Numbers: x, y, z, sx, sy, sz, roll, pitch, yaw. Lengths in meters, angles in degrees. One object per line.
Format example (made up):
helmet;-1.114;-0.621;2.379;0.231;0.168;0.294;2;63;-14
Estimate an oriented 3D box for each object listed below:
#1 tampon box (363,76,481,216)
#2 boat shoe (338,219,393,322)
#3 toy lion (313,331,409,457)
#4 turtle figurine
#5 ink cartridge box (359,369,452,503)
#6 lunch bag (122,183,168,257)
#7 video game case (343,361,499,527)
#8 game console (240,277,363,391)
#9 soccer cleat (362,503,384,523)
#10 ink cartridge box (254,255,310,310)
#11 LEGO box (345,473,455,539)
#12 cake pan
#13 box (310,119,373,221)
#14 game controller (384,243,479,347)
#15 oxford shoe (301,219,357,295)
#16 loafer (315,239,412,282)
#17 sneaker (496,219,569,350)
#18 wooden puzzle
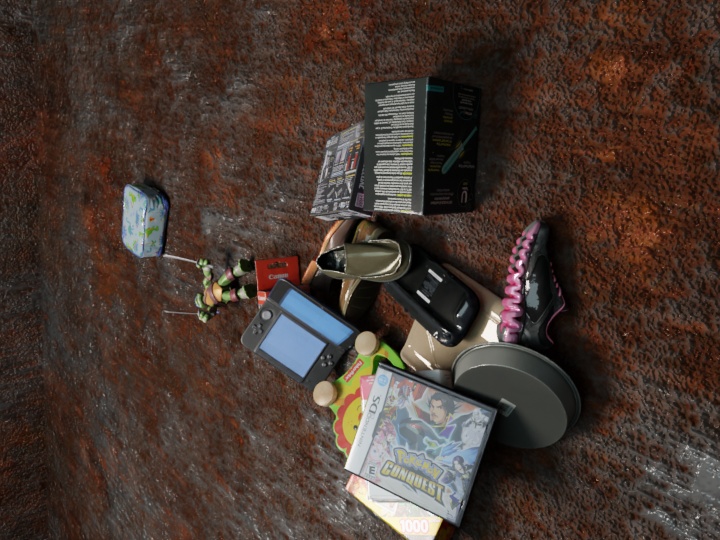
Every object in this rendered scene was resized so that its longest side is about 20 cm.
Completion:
tampon box;0.097;-0.194;0.901;0.126;0.149;0.202;10;103;41
boat shoe;0.000;0.000;1.085;0.068;0.072;0.201;34;108;37
toy lion;0.020;0.244;1.035;0.200;0.069;0.192;-50;55;2
turtle figurine;-0.365;0.043;1.364;0.193;0.200;0.145;-20;42;23
ink cartridge box;0.084;0.271;0.923;0.144;0.085;0.202;-8;76;21
lunch bag;-0.648;-0.152;1.666;0.160;0.082;0.202;27;114;37
video game case;0.090;0.261;0.863;0.199;0.025;0.182;18;88;23
game console;-0.122;0.133;1.116;0.199;0.118;0.171;35;89;-4
soccer cleat;0.085;0.461;1.079;0.199;0.068;0.074;13;86;43
ink cartridge box;-0.163;0.073;1.213;0.050;0.108;0.202;0;96;59
LEGO box;0.090;0.382;1.011;0.199;0.077;0.150;23;88;39
cake pan;0.228;0.197;0.849;0.199;0.037;0.201;18;132;21
box;-0.024;-0.174;1.014;0.200;0.049;0.159;4;81;66
game controller;0.118;0.038;0.960;0.200;0.042;0.105;44;106;39
oxford shoe;-0.044;-0.040;1.133;0.073;0.071;0.201;31;114;0
loafer;0.001;-0.014;0.993;0.199;0.069;0.076;-9;82;37
sneaker;0.268;0.027;0.838;0.095;0.079;0.202;11;94;6
wooden puzzle;0.171;0.116;0.961;0.185;0.037;0.201;37;115;34
